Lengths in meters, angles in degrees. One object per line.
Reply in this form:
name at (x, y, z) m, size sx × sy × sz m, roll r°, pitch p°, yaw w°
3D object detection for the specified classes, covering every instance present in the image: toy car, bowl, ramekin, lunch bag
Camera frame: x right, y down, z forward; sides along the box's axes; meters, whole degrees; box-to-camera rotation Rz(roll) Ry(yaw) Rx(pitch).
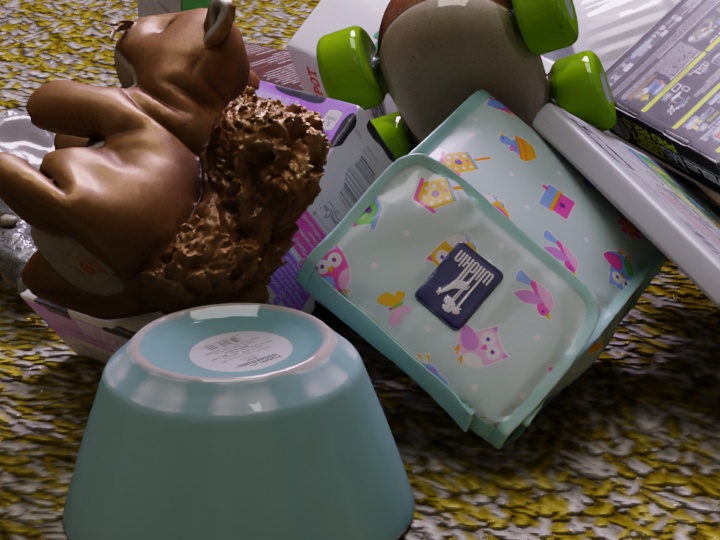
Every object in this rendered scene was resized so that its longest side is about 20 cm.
toy car at (0.069, -0.175, 1.531) m, size 0.163 × 0.158 × 0.201 m, roll -16°, pitch 45°, yaw 15°
bowl at (-0.071, 0.087, 1.270) m, size 0.199 × 0.106 × 0.201 m, roll -2°, pitch 20°, yaw 1°
ramekin at (0.205, -0.136, 1.731) m, size 0.094 × 0.204 × 0.203 m, roll -15°, pitch 22°, yaw -4°
lunch bag at (0.073, 0.005, 1.392) m, size 0.170 × 0.122 × 0.200 m, roll 41°, pitch 40°, yaw 9°

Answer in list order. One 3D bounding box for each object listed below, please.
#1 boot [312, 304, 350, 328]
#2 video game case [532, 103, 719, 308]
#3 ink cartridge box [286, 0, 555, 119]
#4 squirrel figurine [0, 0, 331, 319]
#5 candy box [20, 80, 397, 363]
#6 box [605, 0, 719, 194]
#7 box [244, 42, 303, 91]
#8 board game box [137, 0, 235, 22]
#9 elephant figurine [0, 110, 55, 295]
boot at (0.000, 0.000, 1.526) m, size 0.198 × 0.074 × 0.076 m, roll -6°, pitch 34°, yaw -6°
video game case at (0.218, -0.019, 1.439) m, size 0.182 × 0.022 × 0.200 m, roll 22°, pitch 20°, yaw -47°
ink cartridge box at (0.057, -0.115, 1.664) m, size 0.199 × 0.146 × 0.084 m, roll 27°, pitch 67°, yaw 28°
squirrel figurine at (-0.103, -0.068, 1.375) m, size 0.199 × 0.142 × 0.187 m, roll 20°, pitch 62°, yaw 24°
candy box at (-0.096, -0.024, 1.466) m, size 0.167 × 0.072 × 0.201 m, roll 17°, pitch 66°, yaw 40°
box at (0.272, -0.149, 1.539) m, size 0.200 × 0.044 × 0.160 m, roll -43°, pitch 36°, yaw -8°
box at (-0.056, -0.134, 1.908) m, size 0.199 × 0.076 × 0.100 m, roll 14°, pitch 25°, yaw 40°
board game box at (-0.129, -0.127, 1.708) m, size 0.040 × 0.201 × 0.153 m, roll -7°, pitch 21°, yaw -16°
elephant figurine at (-0.247, -0.044, 1.640) m, size 0.199 × 0.156 × 0.142 m, roll 19°, pitch -17°, yaw 21°
